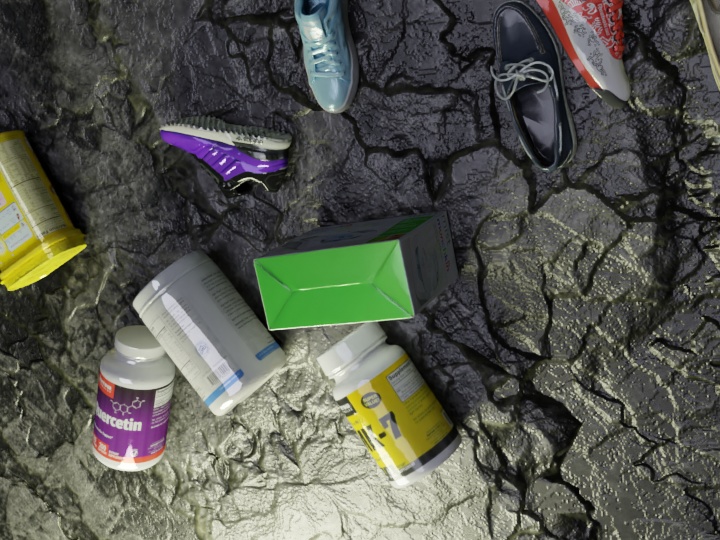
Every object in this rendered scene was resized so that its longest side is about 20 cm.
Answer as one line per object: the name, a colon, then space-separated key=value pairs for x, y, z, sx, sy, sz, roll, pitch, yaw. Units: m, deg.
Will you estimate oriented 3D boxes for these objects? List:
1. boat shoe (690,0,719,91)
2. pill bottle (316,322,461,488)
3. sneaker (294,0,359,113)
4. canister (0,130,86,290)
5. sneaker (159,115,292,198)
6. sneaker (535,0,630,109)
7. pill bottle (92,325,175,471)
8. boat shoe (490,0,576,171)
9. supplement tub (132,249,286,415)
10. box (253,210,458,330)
boat shoe: x=0.398 y=-0.232 z=0.991 sx=0.072 sy=0.063 sz=0.203 roll=-21 pitch=95 yaw=28
pill bottle: x=0.035 y=0.172 z=1.247 sx=0.114 sy=0.114 sz=0.201 roll=-35 pitch=88 yaw=28
sneaker: x=-0.052 y=-0.294 z=1.173 sx=0.073 sy=0.082 sz=0.203 roll=-1 pitch=104 yaw=26
canister: x=-0.525 y=-0.093 z=1.449 sx=0.147 sy=0.086 sz=0.202 roll=-28 pitch=90 yaw=28
sneaker: x=-0.188 y=-0.149 z=1.285 sx=0.197 sy=0.069 sz=0.101 roll=13 pitch=112 yaw=22
sneaker: x=0.266 y=-0.286 z=1.035 sx=0.107 sy=0.067 sz=0.203 roll=-34 pitch=86 yaw=31
pill bottle: x=-0.340 y=0.190 z=1.427 sx=0.111 sy=0.112 sz=0.203 roll=18 pitch=112 yaw=19
boat shoe: x=0.194 y=-0.212 z=1.093 sx=0.074 sy=0.062 sz=0.203 roll=-10 pitch=100 yaw=29
supplement tub: x=-0.209 y=0.087 z=1.327 sx=0.132 sy=0.132 sz=0.201 roll=-40 pitch=85 yaw=28
box: x=0.000 y=0.000 z=1.178 sx=0.197 sy=0.176 sz=0.098 roll=-7 pitch=103 yaw=26
